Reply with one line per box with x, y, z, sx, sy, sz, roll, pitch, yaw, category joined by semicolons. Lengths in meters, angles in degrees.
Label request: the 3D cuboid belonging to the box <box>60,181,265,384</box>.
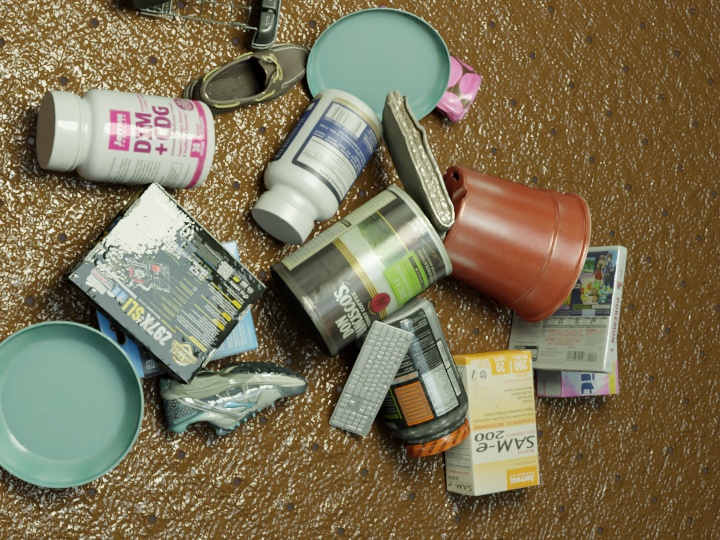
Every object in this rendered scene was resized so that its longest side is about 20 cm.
-0.237;0.016;1.428;0.200;0.049;0.160;44;71;-19;box

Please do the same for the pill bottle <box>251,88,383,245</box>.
-0.061;-0.137;1.577;0.111;0.111;0.200;40;69;-21;pill bottle

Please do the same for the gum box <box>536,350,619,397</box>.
0.335;0.094;1.813;0.113;0.066;0.201;0;86;-29;gum box

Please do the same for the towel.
0.076;-0.134;1.563;0.034;0.133;0.201;-19;80;-7;towel

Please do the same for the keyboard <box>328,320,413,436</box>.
0.013;0.148;1.569;0.056;0.200;0.011;16;37;-9;keyboard

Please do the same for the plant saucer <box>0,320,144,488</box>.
-0.358;0.158;1.395;0.199;0.036;0.201;-1;96;-5;plant saucer

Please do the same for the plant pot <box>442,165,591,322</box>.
0.194;-0.050;1.683;0.195;0.201;0.202;19;77;-19;plant pot

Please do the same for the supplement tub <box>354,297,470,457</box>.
0.075;0.150;1.629;0.122;0.122;0.201;-26;100;-29;supplement tub

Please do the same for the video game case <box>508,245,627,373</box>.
0.302;0.058;1.721;0.023;0.200;0.183;15;79;-35;video game case

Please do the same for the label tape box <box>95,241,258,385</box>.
-0.244;0.053;1.486;0.199;0.063;0.145;-13;93;-27;label tape box

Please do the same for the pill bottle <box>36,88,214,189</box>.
-0.291;-0.164;1.444;0.199;0.113;0.114;2;85;-29;pill bottle

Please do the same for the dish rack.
-0.199;-0.387;1.538;0.199;0.055;0.154;8;81;-10;dish rack

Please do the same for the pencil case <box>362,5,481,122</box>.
0.084;-0.292;1.684;0.199;0.091;0.094;28;34;-23;pencil case

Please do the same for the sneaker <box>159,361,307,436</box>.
-0.167;0.169;1.528;0.199;0.078;0.087;-2;99;-23;sneaker

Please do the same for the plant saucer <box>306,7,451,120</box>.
0.025;-0.281;1.613;0.200;0.200;0.027;29;36;-25;plant saucer

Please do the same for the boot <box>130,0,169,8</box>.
-0.238;-0.450;1.492;0.187;0.068;0.201;-20;79;-3;boot

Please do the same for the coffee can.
0.000;0.000;1.552;0.200;0.146;0.147;-35;104;-9;coffee can

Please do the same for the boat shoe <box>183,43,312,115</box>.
-0.141;-0.260;1.568;0.199;0.059;0.072;-26;99;-29;boat shoe

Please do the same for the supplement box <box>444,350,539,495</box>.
0.190;0.222;1.716;0.126;0.073;0.201;-3;88;-32;supplement box
